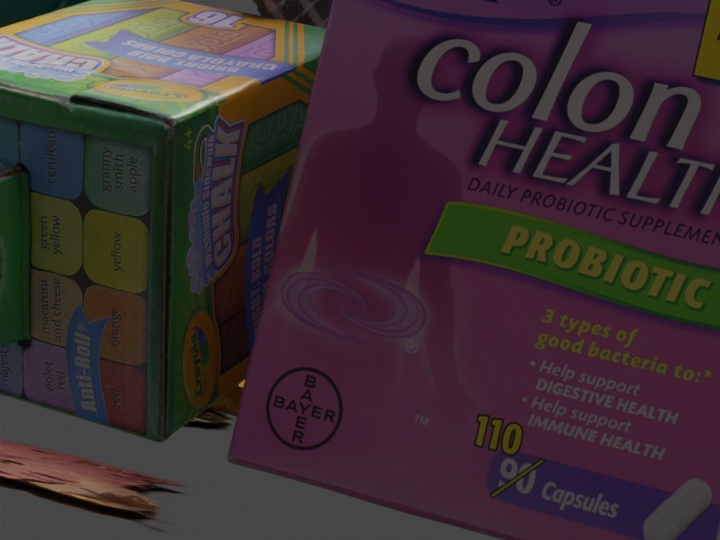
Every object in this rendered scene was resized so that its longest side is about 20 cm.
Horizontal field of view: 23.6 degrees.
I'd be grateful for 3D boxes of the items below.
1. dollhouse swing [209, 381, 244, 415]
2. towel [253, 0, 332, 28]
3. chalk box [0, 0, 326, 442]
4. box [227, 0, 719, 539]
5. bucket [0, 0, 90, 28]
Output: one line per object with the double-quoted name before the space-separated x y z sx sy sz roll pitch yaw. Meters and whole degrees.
"dollhouse swing" -0.066 -0.025 0.892 0.180 0.178 0.199 13 -2 34
"towel" 0.042 -0.130 0.784 0.200 0.165 0.086 50 14 -44
"chalk box" -0.096 -0.023 0.662 0.123 0.126 0.200 14 24 21
"box" 0.067 -0.007 0.623 0.174 0.202 0.097 14 0 17
"bucket" -0.177 -0.155 0.800 0.205 0.136 0.208 -2 35 2
